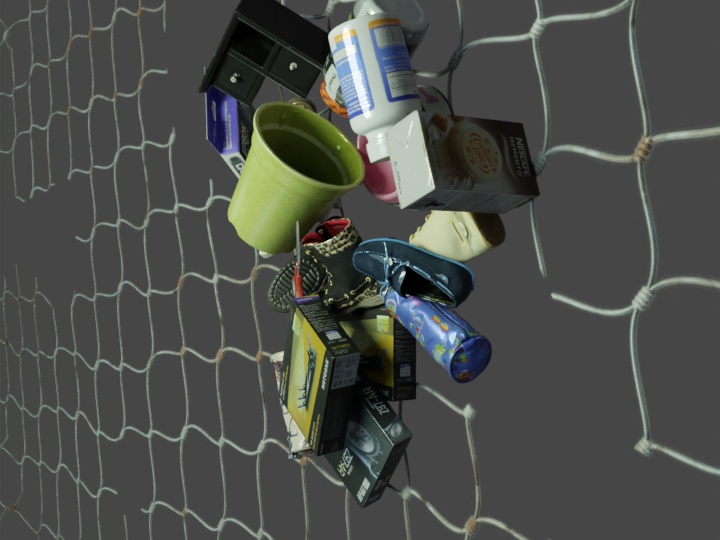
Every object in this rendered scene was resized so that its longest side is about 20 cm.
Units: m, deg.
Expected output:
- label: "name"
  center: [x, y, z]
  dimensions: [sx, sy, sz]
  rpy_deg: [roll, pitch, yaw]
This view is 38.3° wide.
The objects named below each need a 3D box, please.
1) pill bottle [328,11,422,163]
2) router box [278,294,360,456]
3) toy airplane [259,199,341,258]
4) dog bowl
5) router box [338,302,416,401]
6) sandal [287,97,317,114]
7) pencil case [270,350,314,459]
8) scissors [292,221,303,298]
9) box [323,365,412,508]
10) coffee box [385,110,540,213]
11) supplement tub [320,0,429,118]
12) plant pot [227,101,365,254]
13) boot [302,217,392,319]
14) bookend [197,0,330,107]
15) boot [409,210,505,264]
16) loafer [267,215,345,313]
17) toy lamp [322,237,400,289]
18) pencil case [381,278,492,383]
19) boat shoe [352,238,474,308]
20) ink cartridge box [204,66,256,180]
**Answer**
- label: "pill bottle"
  center: [0.028, -0.267, 1.534]
  dimensions: [0.111, 0.111, 0.204]
  rpy_deg: [-13, 92, 54]
- label: "router box"
  center: [-0.070, 0.167, 1.667]
  dimensions: [0.157, 0.051, 0.203]
  rpy_deg: [49, 139, 46]
- label: "toy airplane"
  center: [-0.121, -0.136, 1.841]
  dimensions: [0.200, 0.140, 0.201]
  rpy_deg: [-48, 21, 19]
- label: "dog bowl"
  center: [0.067, -0.196, 1.650]
  dimensions: [0.199, 0.073, 0.204]
  rpy_deg: [3, 94, 55]
- label: "router box"
  center: [0.016, 0.129, 1.746]
  dimensions: [0.199, 0.052, 0.161]
  rpy_deg: [0, 91, 55]
- label: "sandal"
  center: [-0.127, -0.272, 1.914]
  dimensions: [0.200, 0.080, 0.055]
  rpy_deg: [127, 156, -62]
- label: "pencil case"
  center: [-0.113, 0.244, 1.913]
  dimensions: [0.089, 0.077, 0.203]
  rpy_deg: [-24, 71, 32]
- label: "scissors"
  center: [-0.098, 0.004, 1.679]
  dimensions: [0.201, 0.014, 0.074]
  rpy_deg: [100, 163, -57]
- label: "box"
  center: [-0.002, 0.276, 1.724]
  dimensions: [0.161, 0.043, 0.201]
  rpy_deg: [51, 142, 26]
- label: "coffee box"
  center: [0.142, -0.147, 1.432]
  dimensions: [0.079, 0.197, 0.116]
  rpy_deg: [-29, 68, 50]
- label: "supplement tub"
  center: [0.017, -0.350, 1.676]
  dimensions: [0.201, 0.121, 0.124]
  rpy_deg: [-56, 48, 38]
- label: "plant pot"
  center: [-0.121, -0.135, 1.673]
  dimensions: [0.185, 0.198, 0.202]
  rpy_deg: [-54, 49, 33]
- label: "boot"
  center: [-0.044, 0.000, 1.688]
  dimensions: [0.198, 0.151, 0.074]
  rpy_deg: [-14, 35, 39]
- label: "bookend"
  center: [-0.162, -0.364, 1.862]
  dimensions: [0.200, 0.197, 0.093]
  rpy_deg: [-50, 14, 44]
- label: "boot"
  center: [0.121, -0.097, 1.562]
  dimensions: [0.155, 0.072, 0.202]
  rpy_deg: [-38, 76, 50]
- label: "loafer"
  center: [-0.086, -0.005, 1.827]
  dimensions: [0.073, 0.200, 0.071]
  rpy_deg: [42, 172, 1]
- label: "toy lamp"
  center: [0.000, 0.000, 1.765]
  dimensions: [0.199, 0.057, 0.059]
  rpy_deg: [-32, 65, 49]
- label: "pencil case"
  center: [0.115, 0.083, 1.577]
  dimensions: [0.200, 0.077, 0.088]
  rpy_deg: [45, 159, 44]
- label: "boat shoe"
  center: [0.070, 0.003, 1.548]
  dimensions: [0.197, 0.069, 0.085]
  rpy_deg: [11, 136, 28]
- label: "ink cartridge box"
  center: [-0.227, -0.258, 1.947]
  dimensions: [0.043, 0.201, 0.201]
  rpy_deg: [-20, 50, 14]
